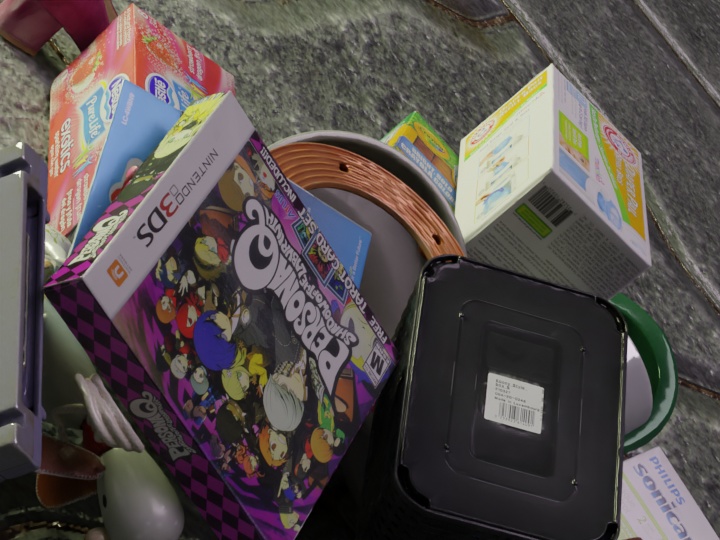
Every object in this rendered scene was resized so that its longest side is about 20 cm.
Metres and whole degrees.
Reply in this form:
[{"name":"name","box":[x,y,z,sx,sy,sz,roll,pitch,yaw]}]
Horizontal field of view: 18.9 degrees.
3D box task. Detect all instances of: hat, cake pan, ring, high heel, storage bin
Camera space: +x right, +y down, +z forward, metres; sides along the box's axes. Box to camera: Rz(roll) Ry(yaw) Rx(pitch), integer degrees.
[{"name":"hat","box":[0.171,0.117,1.843,0.199,0.176,0.166,-17,65,-24]},{"name":"cake pan","box":[-0.020,0.003,1.512,0.200,0.037,0.201,4,81,-23]},{"name":"ring","box":[0.000,0.000,1.435,0.200,0.019,0.201,26,40,-24]},{"name":"high heel","box":[-0.168,-0.176,1.578,0.200,0.096,0.067,30,30,-38]},{"name":"storage bin","box":[0.080,0.102,1.299,0.135,0.094,0.200,16,45,-7]}]

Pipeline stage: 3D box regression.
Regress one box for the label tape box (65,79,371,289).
[{"name":"label tape box","box":[-0.095,0.002,1.267,0.200,0.066,0.144,31,58,-31]}]

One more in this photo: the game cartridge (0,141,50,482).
[{"name":"game cartridge","box":[-0.222,0.034,1.114,0.038,0.129,0.201,47,28,-44]}]

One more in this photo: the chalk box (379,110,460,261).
[{"name":"chalk box","box":[0.031,-0.030,1.678,0.124,0.124,0.200,46,24,-9]}]

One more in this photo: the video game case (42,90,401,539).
[{"name":"video game case","box":[-0.069,0.030,1.192,0.200,0.036,0.181,58,40,-22]}]

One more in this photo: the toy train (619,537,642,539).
[{"name":"toy train","box":[0.092,0.201,1.343,0.199,0.087,0.114,-6,49,-30]}]

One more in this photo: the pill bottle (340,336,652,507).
[{"name":"pill bottle","box":[0.093,0.106,1.478,0.200,0.113,0.114,-25,71,-21]}]

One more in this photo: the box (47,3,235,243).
[{"name":"box","box":[-0.146,-0.075,1.467,0.100,0.095,0.200,35,28,-29]}]

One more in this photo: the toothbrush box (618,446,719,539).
[{"name":"toothbrush box","box":[0.154,0.227,1.467,0.200,0.086,0.146,-17,66,-36]}]

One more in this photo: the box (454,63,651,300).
[{"name":"box","box":[0.144,-0.053,1.634,0.112,0.101,0.200,43,23,-17]}]

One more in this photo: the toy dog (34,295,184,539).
[{"name":"toy dog","box":[-0.186,0.078,1.178,0.200,0.096,0.132,52,-8,38]}]

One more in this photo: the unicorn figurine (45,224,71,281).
[{"name":"unicorn figurine","box":[-0.230,-0.039,1.315,0.200,0.074,0.137,57,11,-21]}]
